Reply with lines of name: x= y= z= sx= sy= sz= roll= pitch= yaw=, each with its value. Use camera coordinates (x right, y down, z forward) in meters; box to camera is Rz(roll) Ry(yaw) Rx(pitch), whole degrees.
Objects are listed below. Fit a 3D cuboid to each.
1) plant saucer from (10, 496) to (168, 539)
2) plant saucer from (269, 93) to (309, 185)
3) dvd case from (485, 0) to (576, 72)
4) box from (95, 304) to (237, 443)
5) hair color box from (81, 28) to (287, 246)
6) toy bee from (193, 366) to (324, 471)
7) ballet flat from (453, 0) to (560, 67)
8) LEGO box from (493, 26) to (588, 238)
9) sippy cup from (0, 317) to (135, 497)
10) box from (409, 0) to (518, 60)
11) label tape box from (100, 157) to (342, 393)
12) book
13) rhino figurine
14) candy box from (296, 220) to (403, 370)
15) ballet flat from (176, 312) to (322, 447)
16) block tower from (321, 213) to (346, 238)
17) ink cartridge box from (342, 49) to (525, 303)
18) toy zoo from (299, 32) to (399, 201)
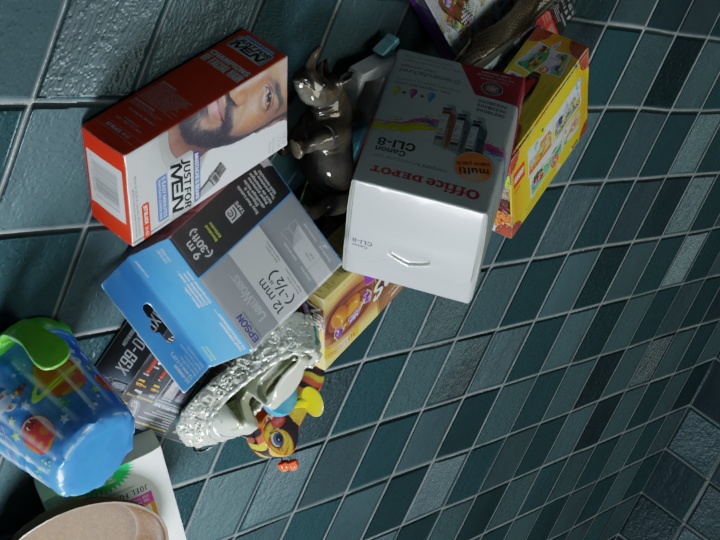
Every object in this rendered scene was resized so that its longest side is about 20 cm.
plant saucer: x=-0.298 y=0.300 z=1.546 sx=0.198 sy=0.037 sz=0.202 roll=-20 pitch=137 yaw=-19
plant saucer: x=-0.091 y=-0.101 z=1.541 sx=0.201 sy=0.019 sz=0.070 roll=-57 pitch=154 yaw=0
dvd case: x=0.184 y=-0.275 z=1.793 sx=0.201 sy=0.022 sz=0.146 roll=-54 pitch=153 yaw=-6
box: x=-0.188 y=0.096 z=1.569 sx=0.159 sy=0.050 sz=0.200 roll=-55 pitch=153 yaw=1
hair color box: x=-0.156 y=-0.123 z=1.359 sx=0.199 sy=0.064 sz=0.112 roll=-38 pitch=148 yaw=-32
toy bee: x=-0.101 y=0.174 z=1.730 sx=0.200 sy=0.131 sz=0.109 roll=-41 pitch=110 yaw=-15
ballet flat: x=0.167 y=-0.281 z=1.652 sx=0.200 sy=0.046 sz=0.067 roll=-42 pitch=-178 yaw=-15
LEGO box: x=0.197 y=-0.166 z=1.795 sx=0.201 sy=0.077 sz=0.150 roll=-53 pitch=154 yaw=-26
sippy cup: x=-0.281 y=0.134 z=1.370 sx=0.140 sy=0.130 sz=0.178 roll=-54 pitch=154 yaw=-1
box: x=0.123 y=-0.311 z=1.631 sx=0.137 sy=0.039 sz=0.200 roll=-52 pitch=153 yaw=-5
label tape box: x=-0.133 y=0.002 z=1.452 sx=0.200 sy=0.066 sz=0.144 roll=-45 pitch=111 yaw=-25
book: x=-0.263 y=0.261 z=1.595 sx=0.132 sy=0.048 sz=0.201 roll=-23 pitch=141 yaw=-13
rhino figurine: x=-0.041 y=-0.135 z=1.500 sx=0.087 sy=0.060 sz=0.202 roll=-25 pitch=130 yaw=-32
candy box: x=0.000 y=0.000 z=1.623 sx=0.200 sy=0.056 sz=0.118 roll=-43 pitch=151 yaw=-34
ballet flat: x=-0.115 y=0.126 z=1.531 sx=0.200 sy=0.072 sz=0.072 roll=-46 pitch=156 yaw=16
block tower: x=0.038 y=-0.060 z=1.758 sx=0.199 sy=0.058 sz=0.055 roll=-19 pitch=138 yaw=-51
ink cartridge box: x=0.076 y=-0.098 z=1.540 sx=0.145 sy=0.143 sz=0.202 roll=96 pitch=10 yaw=-52
toy zoo: x=0.003 y=-0.161 z=1.604 sx=0.131 sy=0.020 sz=0.202 roll=-24 pitch=140 yaw=-59
